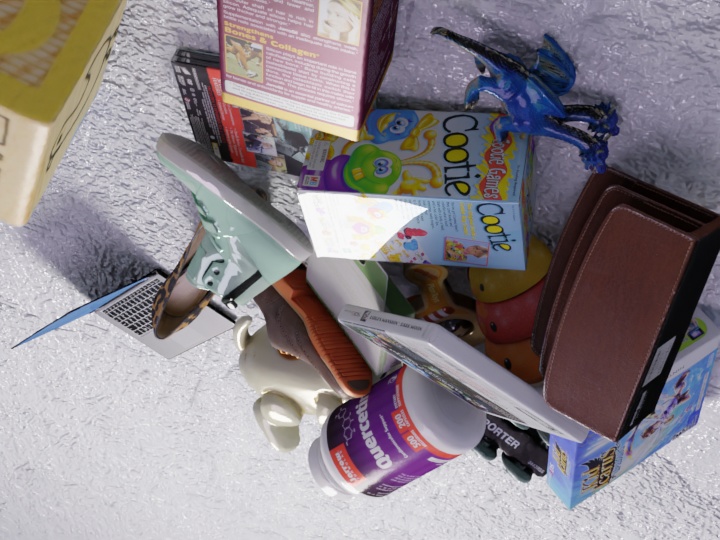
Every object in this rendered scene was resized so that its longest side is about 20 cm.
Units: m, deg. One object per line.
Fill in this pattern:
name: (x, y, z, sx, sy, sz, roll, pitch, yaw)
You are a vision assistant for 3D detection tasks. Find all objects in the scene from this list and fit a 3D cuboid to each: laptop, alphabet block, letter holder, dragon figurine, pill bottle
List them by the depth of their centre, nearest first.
dragon figurine: (0.143, -0.155, 1.143, 0.099, 0.059, 0.200, -6, 140, 37)
letter holder: (0.217, 0.024, 1.222, 0.142, 0.100, 0.201, 27, 114, 24)
alphabet block: (-0.346, -0.194, 1.255, 0.196, 0.196, 0.200, 24, 150, -9)
pill bottle: (0.034, 0.177, 1.486, 0.112, 0.113, 0.200, 36, 131, -23)
laptop: (-0.297, 0.082, 1.719, 0.200, 0.116, 0.187, 35, 147, -22)

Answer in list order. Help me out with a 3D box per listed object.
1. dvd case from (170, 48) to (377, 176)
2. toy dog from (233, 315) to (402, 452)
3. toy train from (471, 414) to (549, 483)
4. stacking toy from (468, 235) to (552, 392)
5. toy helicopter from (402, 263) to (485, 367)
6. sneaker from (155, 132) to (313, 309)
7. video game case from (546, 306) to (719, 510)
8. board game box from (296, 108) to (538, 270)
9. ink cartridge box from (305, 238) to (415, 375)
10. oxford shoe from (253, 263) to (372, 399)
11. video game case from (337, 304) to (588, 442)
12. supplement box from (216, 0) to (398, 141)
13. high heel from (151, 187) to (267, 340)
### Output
dvd case: (-0.077, -0.144, 1.330, 0.199, 0.022, 0.146, 13, 148, 16)
toy dog: (-0.035, 0.104, 1.604, 0.200, 0.140, 0.194, -15, 115, 43)
toy train: (0.157, 0.161, 1.571, 0.200, 0.114, 0.085, 36, 113, -17)
stacking toy: (0.154, 0.011, 1.362, 0.146, 0.146, 0.200, -13, 117, 43)
toy helicopter: (0.094, 0.034, 1.443, 0.132, 0.079, 0.200, -7, 150, 12)
sneaker: (-0.156, -0.043, 1.390, 0.118, 0.074, 0.200, -43, 115, 13)
video game case: (0.280, 0.146, 1.421, 0.045, 0.181, 0.200, 52, 164, 31)
board game box: (0.056, -0.076, 1.253, 0.199, 0.103, 0.105, 4, 146, 13)
ink cartridge box: (0.000, 0.000, 1.406, 0.146, 0.048, 0.200, 53, 157, 25)
oxford shoe: (-0.054, 0.074, 1.506, 0.071, 0.200, 0.073, 4, 131, -44)
video game case: (0.096, 0.095, 1.303, 0.200, 0.023, 0.182, 33, 169, -26)
supplement box: (-0.041, -0.217, 1.117, 0.130, 0.103, 0.200, 18, 149, 6)
high heel: (-0.162, -0.005, 1.478, 0.071, 0.143, 0.200, 31, 148, -14)
